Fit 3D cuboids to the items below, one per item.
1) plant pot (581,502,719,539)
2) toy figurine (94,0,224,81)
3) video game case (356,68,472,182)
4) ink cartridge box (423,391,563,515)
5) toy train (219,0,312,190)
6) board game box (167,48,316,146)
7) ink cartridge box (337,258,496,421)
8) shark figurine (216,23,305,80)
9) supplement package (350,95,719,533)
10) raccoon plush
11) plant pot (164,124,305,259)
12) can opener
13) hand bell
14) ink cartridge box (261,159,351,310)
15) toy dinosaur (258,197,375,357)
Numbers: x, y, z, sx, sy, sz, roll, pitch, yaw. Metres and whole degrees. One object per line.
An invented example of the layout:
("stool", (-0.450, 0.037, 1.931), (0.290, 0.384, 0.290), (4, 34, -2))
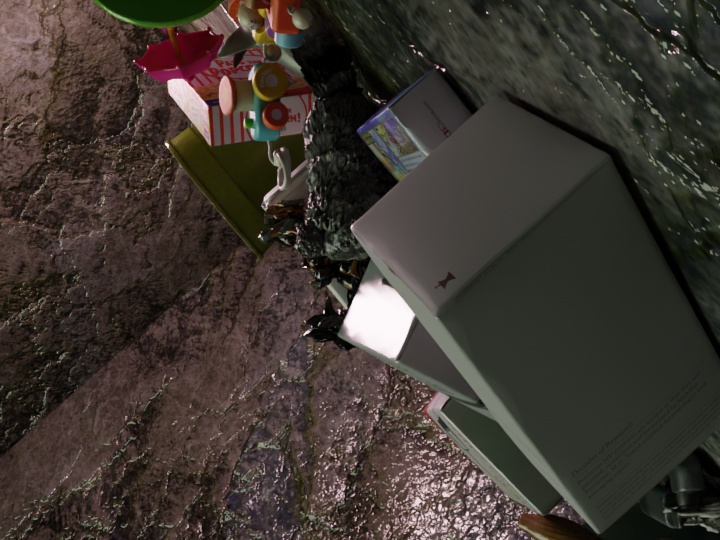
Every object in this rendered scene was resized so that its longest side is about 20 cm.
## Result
("plant pot", (0.313, 0.316, 1.005), (0.201, 0.134, 0.200), (50, 178, 3))
("toy figurine", (-0.196, -0.276, 0.980), (0.185, 0.148, 0.203), (105, 149, -69))
("video game case", (0.079, -0.054, 0.731), (0.182, 0.045, 0.200), (49, 178, -7))
("ink cartridge box", (0.148, 0.166, 1.027), (0.148, 0.086, 0.200), (44, 175, 6))
("toy train", (-0.082, -0.173, 0.806), (0.151, 0.055, 0.203), (-107, 21, -50))
("board game box", (-0.126, -0.202, 1.127), (0.200, 0.149, 0.047), (-134, 38, -55))
("ink cartridge box", (0.097, 0.069, 0.826), (0.198, 0.085, 0.146), (29, 174, -20))
("shark figurine", (-0.111, -0.242, 1.011), (0.129, 0.089, 0.214), (53, 175, -32))
("supplement package", (0.106, 0.026, 0.559), (0.201, 0.117, 0.117), (51, 178, -33))
("raccoon plush", (-0.038, -0.101, 0.848), (0.201, 0.096, 0.134), (51, -141, -11))
("plant pot", (-0.125, -0.156, 1.327), (0.201, 0.192, 0.200), (50, 179, 2))
("can opener", (0.281, 0.191, 0.854), (0.200, 0.052, 0.068), (65, -162, -76))
("hand bell", (0.238, 0.260, 0.909), (0.197, 0.105, 0.104), (14, 158, 32))
("ink cartridge box", (0.015, -0.039, 0.995), (0.201, 0.145, 0.085), (50, -179, -11))
("toy dinosaur", (0.000, 0.000, 0.912), (0.197, 0.138, 0.102), (13, 166, 21))
